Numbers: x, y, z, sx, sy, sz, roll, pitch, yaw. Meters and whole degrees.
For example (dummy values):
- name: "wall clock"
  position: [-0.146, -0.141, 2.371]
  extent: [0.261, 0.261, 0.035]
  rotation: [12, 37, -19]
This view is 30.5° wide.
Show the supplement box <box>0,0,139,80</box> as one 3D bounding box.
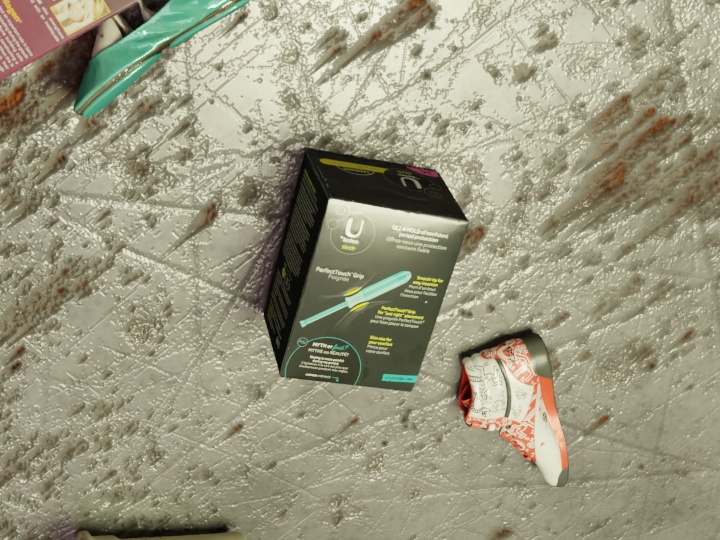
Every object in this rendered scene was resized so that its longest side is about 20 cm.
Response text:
- name: "supplement box"
  position: [-0.307, -0.246, 1.158]
  extent: [0.199, 0.086, 0.111]
  rotation: [-28, 121, 4]

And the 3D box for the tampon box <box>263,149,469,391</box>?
- name: "tampon box"
  position: [0.000, 0.000, 1.343]
  extent: [0.149, 0.126, 0.201]
  rotation: [9, 115, -18]

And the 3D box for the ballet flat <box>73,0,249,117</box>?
- name: "ballet flat"
  position: [-0.197, -0.224, 1.219]
  extent: [0.200, 0.067, 0.071]
  rotation: [-35, 96, 7]

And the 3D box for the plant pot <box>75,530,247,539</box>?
- name: "plant pot"
  position: [-0.209, 0.375, 1.479]
  extent: [0.183, 0.201, 0.201]
  rotation: [-8, 120, -21]

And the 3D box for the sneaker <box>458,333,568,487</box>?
- name: "sneaker"
  position: [0.172, 0.172, 1.515]
  extent: [0.107, 0.067, 0.202]
  rotation: [-16, 117, -3]
